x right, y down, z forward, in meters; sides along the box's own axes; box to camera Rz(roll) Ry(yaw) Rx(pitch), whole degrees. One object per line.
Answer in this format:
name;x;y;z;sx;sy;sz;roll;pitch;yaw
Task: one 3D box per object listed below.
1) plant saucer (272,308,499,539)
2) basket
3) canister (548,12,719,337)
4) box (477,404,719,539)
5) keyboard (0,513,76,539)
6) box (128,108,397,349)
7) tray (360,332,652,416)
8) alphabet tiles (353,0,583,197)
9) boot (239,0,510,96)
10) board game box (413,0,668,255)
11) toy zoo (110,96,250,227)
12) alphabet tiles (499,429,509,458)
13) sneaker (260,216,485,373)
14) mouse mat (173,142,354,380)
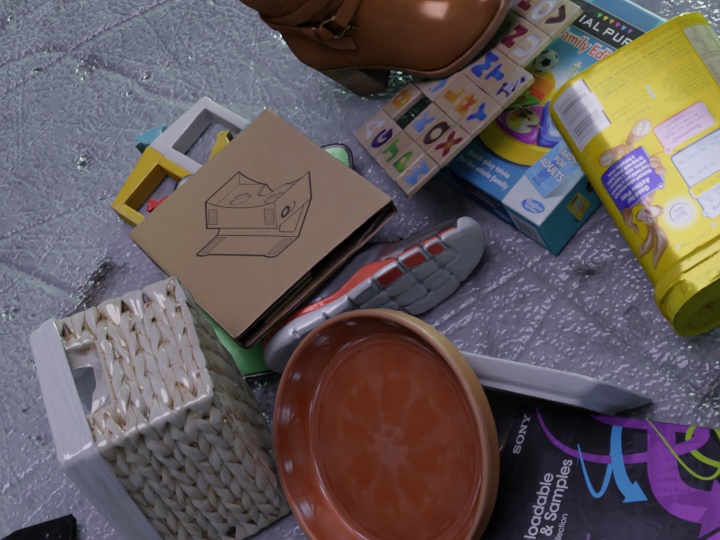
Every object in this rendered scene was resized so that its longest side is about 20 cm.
plant saucer;0.020;0.127;1.488;0.199;0.032;0.202;6;99;40
basket;-0.145;0.118;1.541;0.123;0.200;0.136;-25;51;4
canister;0.244;-0.074;1.513;0.148;0.087;0.201;-30;65;3
box;0.182;0.173;1.436;0.199;0.036;0.144;4;61;30
keyboard;-0.233;0.282;1.591;0.126;0.021;0.201;-18;54;23
box;-0.082;-0.038;1.650;0.163;0.021;0.200;-43;40;-7
tray;0.104;0.078;1.506;0.199;0.107;0.022;10;84;32
alphabet tiles;0.088;-0.153;1.658;0.200;0.008;0.167;-43;24;2
boot;0.009;-0.217;1.674;0.199;0.154;0.074;-24;46;37
board game box;0.161;-0.130;1.645;0.200;0.047;0.151;-48;52;-9
toy zoo;-0.128;-0.072;1.768;0.199;0.020;0.131;30;76;37
alphabet tiles;0.098;0.214;1.477;0.166;0.006;0.201;20;70;35
sneaker;0.000;0.000;1.614;0.199;0.077;0.082;-28;53;1
mouse mat;-0.076;-0.005;1.685;0.160;0.008;0.201;-11;61;12
